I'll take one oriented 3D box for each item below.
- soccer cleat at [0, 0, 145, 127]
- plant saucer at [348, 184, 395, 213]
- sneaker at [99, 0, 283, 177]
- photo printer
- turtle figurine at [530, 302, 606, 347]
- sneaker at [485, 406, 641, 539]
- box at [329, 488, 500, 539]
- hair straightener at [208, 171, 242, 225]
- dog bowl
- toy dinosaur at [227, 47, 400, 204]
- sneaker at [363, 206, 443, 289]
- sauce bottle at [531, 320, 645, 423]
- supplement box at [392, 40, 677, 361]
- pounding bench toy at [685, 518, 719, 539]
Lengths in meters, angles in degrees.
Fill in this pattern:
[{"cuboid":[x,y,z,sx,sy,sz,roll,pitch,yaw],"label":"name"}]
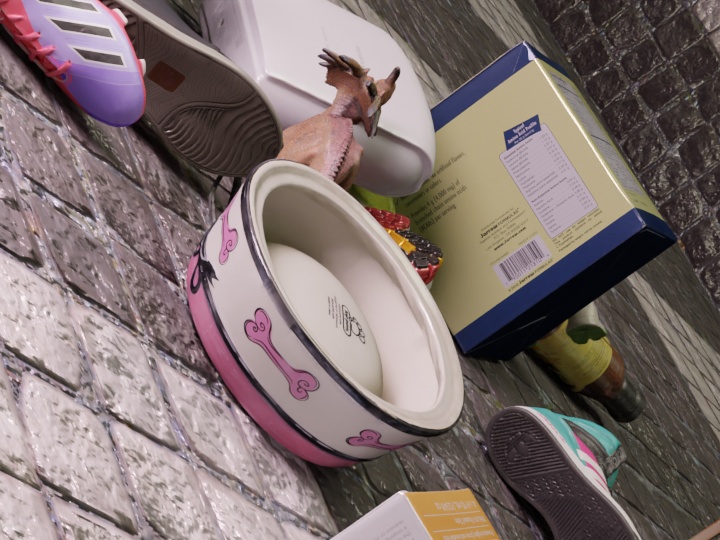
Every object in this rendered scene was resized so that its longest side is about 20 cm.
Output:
[{"cuboid":[-0.205,-0.166,1.287,0.076,0.066,0.201,-41,103,-46],"label":"soccer cleat"},{"cuboid":[-0.027,-0.099,1.786,0.200,0.031,0.200,51,14,-18],"label":"plant saucer"},{"cuboid":[-0.131,-0.150,1.426,0.200,0.075,0.107,39,19,-33],"label":"sneaker"},{"cuboid":[-0.027,-0.149,1.700,0.199,0.069,0.167,24,34,-32],"label":"photo printer"},{"cuboid":[0.176,-0.018,2.045,0.143,0.200,0.196,9,66,-25],"label":"turtle figurine"},{"cuboid":[0.187,0.194,1.721,0.201,0.083,0.120,57,23,14],"label":"sneaker"},{"cuboid":[0.054,0.226,1.124,0.201,0.097,0.124,58,13,14],"label":"box"},{"cuboid":[-0.042,0.013,1.430,0.201,0.041,0.077,57,13,10],"label":"hair straightener"},{"cuboid":[-0.026,0.033,1.314,0.200,0.074,0.201,42,24,-24],"label":"dog bowl"},{"cuboid":[-0.026,-0.087,1.531,0.086,0.135,0.201,47,16,-28],"label":"toy dinosaur"},{"cuboid":[0.000,0.000,1.572,0.077,0.083,0.200,10,14,-15],"label":"sneaker"},{"cuboid":[0.224,0.089,2.140,0.200,0.066,0.066,46,16,-37],"label":"sauce bottle"},{"cuboid":[0.138,-0.059,1.896,0.201,0.199,0.134,59,14,16],"label":"supplement box"},{"cuboid":[0.337,0.306,1.798,0.201,0.155,0.124,57,13,9],"label":"pounding bench toy"}]
